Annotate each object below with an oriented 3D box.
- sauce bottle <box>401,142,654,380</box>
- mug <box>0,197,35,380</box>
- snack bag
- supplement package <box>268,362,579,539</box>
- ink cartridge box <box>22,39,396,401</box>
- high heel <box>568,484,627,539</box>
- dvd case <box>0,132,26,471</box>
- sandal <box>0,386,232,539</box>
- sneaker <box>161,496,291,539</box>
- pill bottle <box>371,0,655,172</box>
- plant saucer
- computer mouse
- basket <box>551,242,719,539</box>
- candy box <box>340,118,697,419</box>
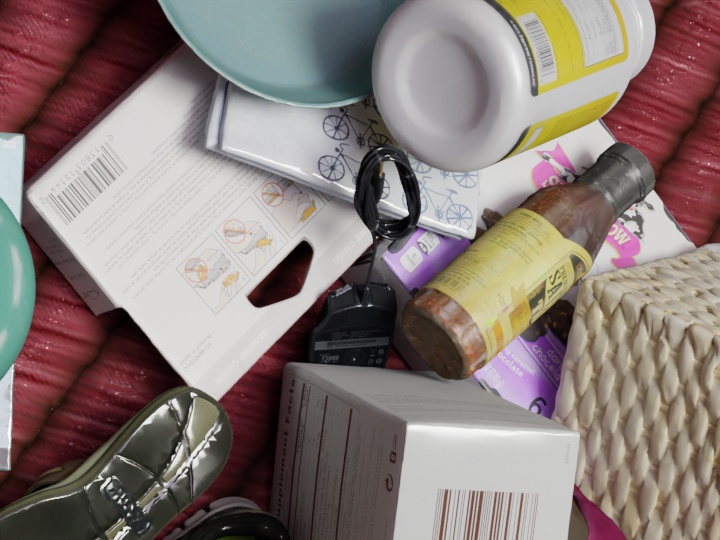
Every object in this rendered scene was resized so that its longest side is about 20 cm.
[{"bbox_3d":[0.112,-0.011,1.583,0.200,0.066,0.066,-40,103,-25],"label":"sauce bottle"},{"bbox_3d":[-0.266,-0.003,1.383,0.152,0.114,0.186,-33,92,-18],"label":"mug"},{"bbox_3d":[0.002,-0.134,1.587,0.187,0.021,0.201,19,62,-20],"label":"snack bag"},{"bbox_3d":[0.033,0.131,1.504,0.116,0.200,0.118,4,97,-22],"label":"supplement package"},{"bbox_3d":[-0.095,-0.041,1.563,0.200,0.045,0.177,-45,104,-26],"label":"ink cartridge box"},{"bbox_3d":[0.102,0.141,1.533,0.067,0.200,0.096,-35,135,-3],"label":"high heel"},{"bbox_3d":[-0.271,0.014,1.451,0.145,0.022,0.202,5,82,-16],"label":"dvd case"},{"bbox_3d":[-0.162,0.145,1.489,0.200,0.057,0.080,-36,111,-22],"label":"sandal"},{"bbox_3d":[-0.116,0.205,1.490,0.200,0.087,0.074,-37,101,-27],"label":"sneaker"},{"bbox_3d":[0.103,-0.135,1.551,0.200,0.111,0.113,-24,95,-52],"label":"pill bottle"},{"bbox_3d":[-0.050,-0.188,1.547,0.198,0.036,0.202,10,67,-23],"label":"plant saucer"},{"bbox_3d":[0.000,0.000,1.557,0.058,0.201,0.034,-1,39,-18],"label":"computer mouse"},{"bbox_3d":[0.239,0.107,1.594,0.160,0.197,0.202,-7,115,-47],"label":"basket"},{"bbox_3d":[0.109,-0.005,1.659,0.200,0.071,0.168,-45,105,-26],"label":"candy box"}]
